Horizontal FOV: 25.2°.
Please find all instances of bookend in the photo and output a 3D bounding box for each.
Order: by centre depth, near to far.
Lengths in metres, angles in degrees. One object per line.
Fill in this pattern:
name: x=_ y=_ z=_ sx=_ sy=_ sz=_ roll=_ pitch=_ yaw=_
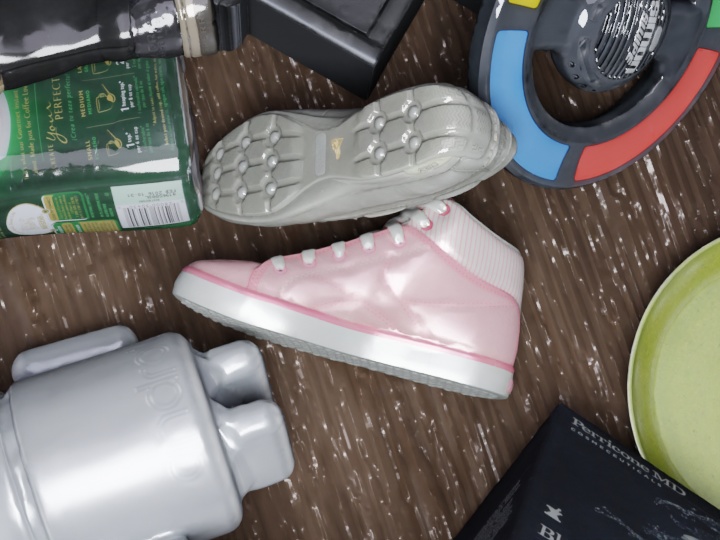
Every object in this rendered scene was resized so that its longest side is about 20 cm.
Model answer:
bookend: x=0.044 y=-0.178 z=0.933 sx=0.198 sy=0.092 sz=0.201 roll=30 pitch=81 yaw=2

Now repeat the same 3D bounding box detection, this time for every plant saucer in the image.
plant saucer: x=0.250 y=0.073 z=0.932 sx=0.199 sy=0.031 sz=0.201 roll=1 pitch=79 yaw=-3

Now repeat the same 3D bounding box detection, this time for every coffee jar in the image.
coffee jar: x=-0.191 y=-0.065 z=0.897 sx=0.199 sy=0.085 sz=0.105 roll=-8 pitch=67 yaw=-3

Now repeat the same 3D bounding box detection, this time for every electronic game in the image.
electronic game: x=0.140 y=-0.137 z=0.894 sx=0.200 sy=0.200 sz=0.042 roll=-42 pitch=48 yaw=-10

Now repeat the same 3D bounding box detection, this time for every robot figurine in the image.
robot figurine: x=-0.138 y=0.103 z=0.861 sx=0.199 sy=0.113 sz=0.170 roll=-19 pitch=51 yaw=-7

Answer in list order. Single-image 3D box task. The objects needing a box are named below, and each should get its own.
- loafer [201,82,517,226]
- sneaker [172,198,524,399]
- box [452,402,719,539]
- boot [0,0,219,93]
loafer: x=-0.006 y=-0.056 z=0.885 sx=0.199 sy=0.070 sz=0.070 roll=-5 pitch=74 yaw=40
sneaker: x=0.000 y=0.000 z=0.907 sx=0.199 sy=0.075 sz=0.105 roll=15 pitch=84 yaw=-8
box: x=0.137 y=0.195 z=0.806 sx=0.196 sy=0.200 sz=0.118 roll=34 pitch=111 yaw=2
boot: x=-0.170 y=-0.164 z=0.882 sx=0.150 sy=0.073 sz=0.200 roll=-18 pitch=46 yaw=-11
